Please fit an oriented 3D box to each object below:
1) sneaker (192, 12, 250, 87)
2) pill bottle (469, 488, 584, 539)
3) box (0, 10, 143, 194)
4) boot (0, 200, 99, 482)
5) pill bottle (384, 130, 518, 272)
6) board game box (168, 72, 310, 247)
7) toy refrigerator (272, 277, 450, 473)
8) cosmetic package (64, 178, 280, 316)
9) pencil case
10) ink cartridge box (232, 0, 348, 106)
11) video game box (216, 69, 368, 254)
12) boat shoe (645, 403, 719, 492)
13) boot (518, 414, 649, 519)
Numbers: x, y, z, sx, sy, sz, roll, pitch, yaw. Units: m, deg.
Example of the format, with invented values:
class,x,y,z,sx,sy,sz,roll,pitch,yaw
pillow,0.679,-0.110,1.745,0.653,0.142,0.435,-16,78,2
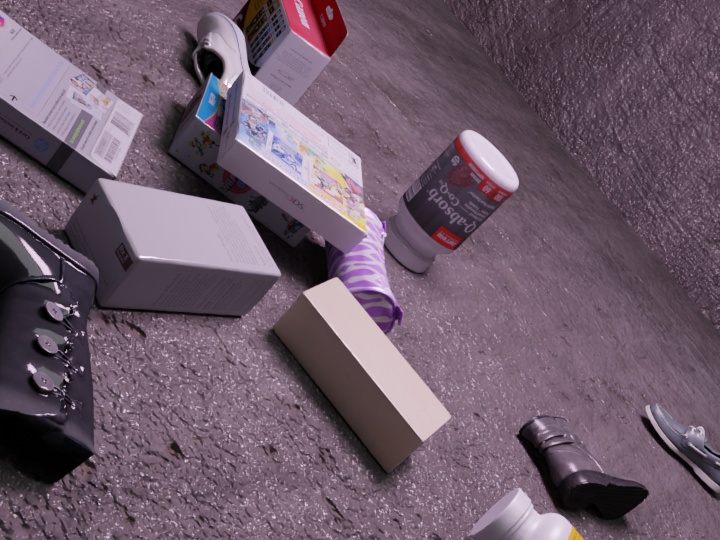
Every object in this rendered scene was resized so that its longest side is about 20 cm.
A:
class,x,y,z,sx,sy,sz,roll,pitch,yaw
sneaker,-0.203,-0.306,1.371,0.070,0.073,0.202,24,32,-46
pill bottle,0.205,0.326,0.996,0.201,0.104,0.104,49,24,6
box,-0.328,-0.177,0.995,0.199,0.041,0.157,37,25,-22
boot,-0.271,0.043,0.720,0.164,0.066,0.202,28,33,-31
pill bottle,0.128,-0.098,1.425,0.115,0.200,0.116,36,24,-19
board game box,-0.137,-0.142,1.231,0.199,0.064,0.148,36,25,-20
toy refrigerator,0.000,0.112,1.046,0.201,0.070,0.076,49,31,10
cosmetic package,-0.180,-0.018,0.951,0.199,0.074,0.102,8,43,-52
pencil case,0.000,0.000,1.199,0.084,0.085,0.201,6,36,-9
ink cartridge box,-0.117,-0.361,1.473,0.083,0.176,0.202,27,29,-34
video game box,-0.080,-0.134,1.180,0.199,0.047,0.183,35,25,-24
boat shoe,0.587,0.300,1.705,0.200,0.062,0.073,46,23,-1
boot,0.310,0.262,1.326,0.199,0.070,0.132,28,23,-43
